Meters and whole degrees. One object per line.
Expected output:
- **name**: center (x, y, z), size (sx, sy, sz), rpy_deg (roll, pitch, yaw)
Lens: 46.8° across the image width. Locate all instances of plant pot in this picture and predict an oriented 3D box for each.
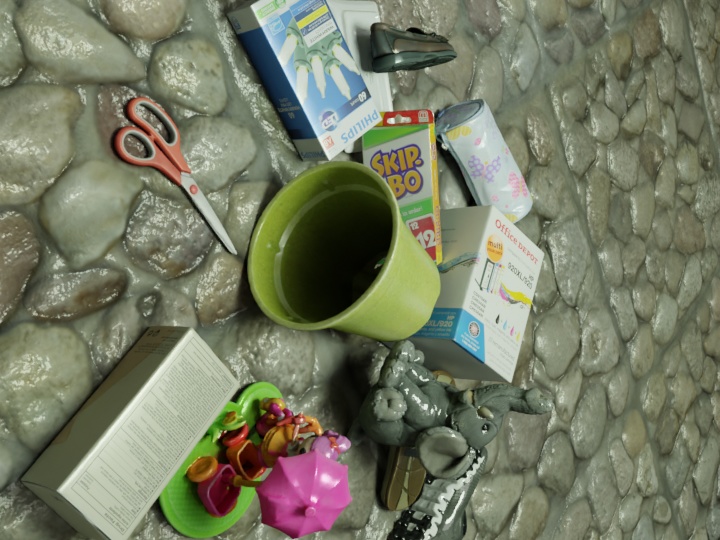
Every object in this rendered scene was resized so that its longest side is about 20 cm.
- **plant pot**: center (0.000, 0.000, 0.994), size (0.184, 0.200, 0.201), rpy_deg (34, 64, -52)

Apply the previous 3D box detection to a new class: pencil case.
- **pencil case**: center (0.187, -0.159, 1.254), size (0.091, 0.083, 0.200), rpy_deg (-53, 124, -29)

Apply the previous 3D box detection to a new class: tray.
- **tray**: center (0.006, -0.262, 1.114), size (0.107, 0.022, 0.200), rpy_deg (-15, 99, -45)

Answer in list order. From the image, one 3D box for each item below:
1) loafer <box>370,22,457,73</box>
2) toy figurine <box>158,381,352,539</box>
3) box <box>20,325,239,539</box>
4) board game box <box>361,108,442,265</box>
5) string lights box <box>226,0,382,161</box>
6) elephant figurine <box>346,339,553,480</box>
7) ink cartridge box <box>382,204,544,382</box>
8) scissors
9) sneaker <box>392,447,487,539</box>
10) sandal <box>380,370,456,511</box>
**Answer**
- **loafer**: center (0.075, -0.310, 1.138), size (0.200, 0.072, 0.063), rpy_deg (-27, 103, -57)
- **toy figurine**: center (-0.081, 0.206, 0.879), size (0.200, 0.184, 0.150), rpy_deg (-46, 125, -40)
- **box**: center (-0.220, 0.157, 0.818), size (0.200, 0.078, 0.095), rpy_deg (-53, 125, -33)
- **board game box**: center (0.053, -0.107, 1.085), size (0.030, 0.095, 0.200), rpy_deg (-26, 115, -64)
- **string lights box**: center (-0.064, -0.243, 1.005), size (0.103, 0.059, 0.200), rpy_deg (-42, 117, -28)
- **elephant figurine**: center (0.107, 0.185, 1.033), size (0.200, 0.155, 0.142), rpy_deg (26, 74, 0)
- **ink cartridge box**: center (0.139, 0.032, 1.151), size (0.147, 0.144, 0.200), rpy_deg (37, 63, -39)
- **scissors**: center (-0.187, -0.102, 0.910), size (0.200, 0.014, 0.073), rpy_deg (44, 56, -34)
- **sneaker**: center (0.124, 0.335, 1.185), size (0.200, 0.066, 0.091), rpy_deg (-47, 124, -32)
- **sandal**: center (0.068, 0.228, 1.143), size (0.080, 0.054, 0.200), rpy_deg (23, 87, -38)
